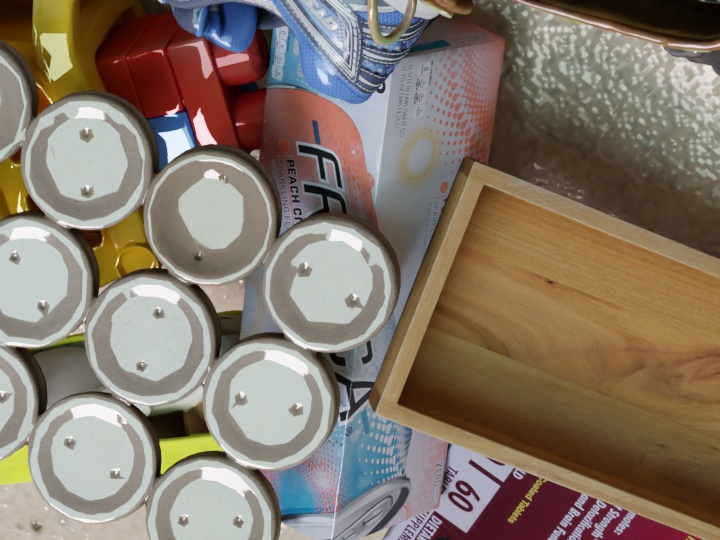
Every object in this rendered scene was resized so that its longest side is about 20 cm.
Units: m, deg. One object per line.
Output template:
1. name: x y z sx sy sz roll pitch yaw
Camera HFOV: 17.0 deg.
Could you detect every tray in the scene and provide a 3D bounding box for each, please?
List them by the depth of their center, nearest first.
1. tray: 0.114 0.040 0.897 0.199 0.037 0.099 21 94 -7

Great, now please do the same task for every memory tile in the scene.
1. memory tile: -0.098 0.014 0.886 0.200 0.017 0.154 26 101 4

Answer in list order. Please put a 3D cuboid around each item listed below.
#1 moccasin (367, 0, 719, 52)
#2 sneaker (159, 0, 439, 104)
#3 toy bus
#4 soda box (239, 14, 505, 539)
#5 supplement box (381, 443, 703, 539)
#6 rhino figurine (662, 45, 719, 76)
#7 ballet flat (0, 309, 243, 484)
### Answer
1. moccasin: 0.033 -0.113 0.755 0.201 0.078 0.074 20 137 -1
2. sneaker: -0.054 -0.127 0.865 0.200 0.077 0.085 38 111 31
3. toy bus: -0.130 -0.083 0.943 0.191 0.136 0.201 -14 110 17
4. soda box: 0.000 0.000 0.927 0.063 0.068 0.201 23 116 38
5. supplement box: 0.120 0.123 0.987 0.200 0.061 0.109 33 128 2
6. rhino figurine: 0.176 -0.124 0.801 0.200 0.087 0.060 -40 54 36
7. ballet flat: -0.083 0.048 0.964 0.067 0.199 0.067 126 133 -57
